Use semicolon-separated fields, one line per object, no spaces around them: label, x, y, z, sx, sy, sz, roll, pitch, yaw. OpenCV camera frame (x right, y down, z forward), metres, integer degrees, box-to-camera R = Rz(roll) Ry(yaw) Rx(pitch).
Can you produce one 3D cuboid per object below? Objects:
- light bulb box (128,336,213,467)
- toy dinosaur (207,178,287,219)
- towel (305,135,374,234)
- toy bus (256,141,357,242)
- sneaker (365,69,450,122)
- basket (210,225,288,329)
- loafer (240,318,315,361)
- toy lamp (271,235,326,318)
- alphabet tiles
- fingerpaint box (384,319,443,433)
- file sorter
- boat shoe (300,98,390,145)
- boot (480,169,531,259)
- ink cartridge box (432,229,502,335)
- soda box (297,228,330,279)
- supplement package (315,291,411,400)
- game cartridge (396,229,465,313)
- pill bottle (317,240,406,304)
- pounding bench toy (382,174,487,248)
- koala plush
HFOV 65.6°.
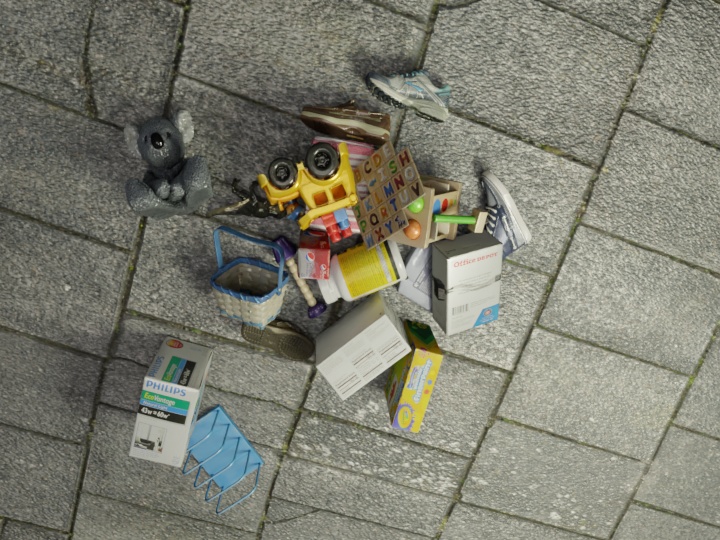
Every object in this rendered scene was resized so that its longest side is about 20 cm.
light bulb box;-0.434;0.298;1.297;0.121;0.199;0.206;15;107;-10
toy dinosaur;-0.253;-0.157;1.252;0.193;0.048;0.091;0;114;0
towel;-0.049;-0.188;1.254;0.141;0.030;0.207;6;100;-8
toy bus;-0.096;-0.148;1.160;0.194;0.136;0.198;-18;95;-2
sneaker;0.104;-0.390;1.198;0.195;0.078;0.089;18;94;-16
basket;-0.249;0.012;1.241;0.172;0.140;0.205;19;128;18
loafer;-0.195;0.153;1.341;0.197;0.068;0.077;29;107;-28
toy lamp;-0.147;0.015;1.304;0.057;0.058;0.204;-26;106;5
alphabet tiles;0.048;-0.159;1.155;0.198;0.007;0.172;-30;77;44
fingerpaint box;0.124;0.249;1.337;0.071;0.167;0.206;13;105;-8
file sorter;-0.358;0.478;1.398;0.137;0.123;0.203;-31;107;7
boat shoe;-0.029;-0.330;1.208;0.196;0.075;0.077;14;83;-7
boot;0.311;-0.123;1.283;0.089;0.073;0.202;-36;107;1
ink cartridge box;0.242;0.027;1.282;0.141;0.084;0.206;-14;121;-16
soda box;-0.101;-0.041;1.214;0.067;0.201;0.066;2;107;-5
supplement package;0.002;0.170;1.309;0.198;0.156;0.112;-36;107;8
game cartridge;0.175;-0.013;1.329;0.131;0.041;0.203;29;103;-15
pill bottle;0.000;0.000;1.280;0.195;0.113;0.115;-22;108;2
pounding bench toy;0.152;-0.121;1.183;0.196;0.154;0.128;17;111;34
koala plush;-0.410;-0.228;1.177;0.173;0.184;0.206;-21;87;-6
